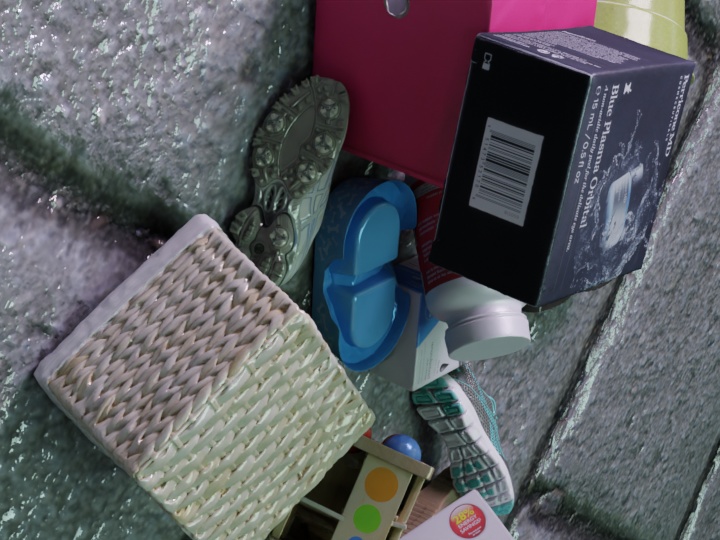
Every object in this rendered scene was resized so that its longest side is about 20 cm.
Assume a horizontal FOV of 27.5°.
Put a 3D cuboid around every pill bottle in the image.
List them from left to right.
[{"bbox_3d":[0.113,-0.017,1.482,0.112,0.111,0.203,19,57,-57],"label":"pill bottle"}]

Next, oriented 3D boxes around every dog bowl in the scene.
[{"bbox_3d":[0.000,0.000,1.462,0.111,0.049,0.203,-24,126,-44],"label":"dog bowl"}]

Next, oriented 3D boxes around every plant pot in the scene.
[{"bbox_3d":[0.276,-0.311,1.591,0.199,0.198,0.193,18,80,-56],"label":"plant pot"}]

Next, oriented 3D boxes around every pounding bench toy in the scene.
[{"bbox_3d":[-0.009,0.230,1.507,0.200,0.123,0.158,102,12,-84],"label":"pounding bench toy"}]

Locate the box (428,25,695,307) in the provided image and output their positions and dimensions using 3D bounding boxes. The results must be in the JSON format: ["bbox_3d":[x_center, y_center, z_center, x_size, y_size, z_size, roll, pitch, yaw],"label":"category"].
[{"bbox_3d":[0.173,-0.095,1.251,0.199,0.116,0.199,-16,123,-52],"label":"box"}]

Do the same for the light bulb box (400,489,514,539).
[{"bbox_3d":[0.087,0.383,1.642,0.197,0.125,0.201,-31,149,-15],"label":"light bulb box"}]

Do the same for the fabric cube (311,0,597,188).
[{"bbox_3d":[0.084,-0.211,1.339,0.199,0.195,0.202,-27,130,-46],"label":"fabric cube"}]

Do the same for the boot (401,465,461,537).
[{"bbox_3d":[0.063,0.337,1.720,0.199,0.072,0.169,-27,131,-42],"label":"boot"}]

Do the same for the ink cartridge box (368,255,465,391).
[{"bbox_3d":[0.096,0.039,1.607,0.199,0.066,0.117,-23,125,-47],"label":"ink cartridge box"}]

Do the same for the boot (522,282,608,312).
[{"bbox_3d":[0.256,-0.045,1.789,0.199,0.077,0.140,-29,125,-46],"label":"boot"}]

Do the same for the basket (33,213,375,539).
[{"bbox_3d":[-0.119,0.103,1.216,0.200,0.160,0.199,-45,141,-11],"label":"basket"}]

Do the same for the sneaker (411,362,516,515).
[{"bbox_3d":[0.137,0.187,1.698,0.091,0.077,0.202,-44,115,-49],"label":"sneaker"}]

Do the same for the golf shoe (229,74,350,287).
[{"bbox_3d":[-0.059,-0.079,1.336,0.202,0.078,0.097,-66,164,6],"label":"golf shoe"}]
